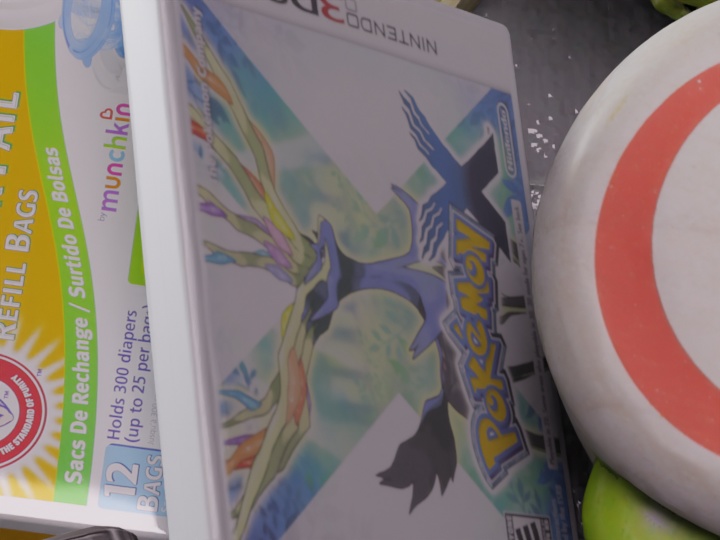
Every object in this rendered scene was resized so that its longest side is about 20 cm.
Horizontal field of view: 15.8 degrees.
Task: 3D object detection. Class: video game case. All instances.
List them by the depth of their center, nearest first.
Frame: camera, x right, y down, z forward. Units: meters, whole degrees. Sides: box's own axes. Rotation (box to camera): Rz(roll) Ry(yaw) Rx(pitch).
[{"bbox_3d":[0.000,0.000,0.812,0.182,0.022,0.201,12,67,-50],"label":"video game case"}]

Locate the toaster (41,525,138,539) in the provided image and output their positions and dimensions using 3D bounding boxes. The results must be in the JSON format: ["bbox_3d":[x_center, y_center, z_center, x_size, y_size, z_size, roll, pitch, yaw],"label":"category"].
[{"bbox_3d":[-0.114,0.171,0.702,0.199,0.181,0.119,-16,64,-14],"label":"toaster"}]

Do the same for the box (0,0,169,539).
[{"bbox_3d":[-0.088,0.011,0.835,0.112,0.102,0.201,7,61,-4],"label":"box"}]

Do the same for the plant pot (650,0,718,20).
[{"bbox_3d":[0.142,-0.193,0.920,0.200,0.200,0.185,29,77,9],"label":"plant pot"}]

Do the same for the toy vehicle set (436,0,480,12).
[{"bbox_3d":[0.010,-0.159,0.980,0.124,0.027,0.200,32,63,10],"label":"toy vehicle set"}]

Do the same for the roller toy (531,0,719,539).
[{"bbox_3d":[0.153,0.010,0.832,0.199,0.140,0.183,-19,72,5],"label":"roller toy"}]
